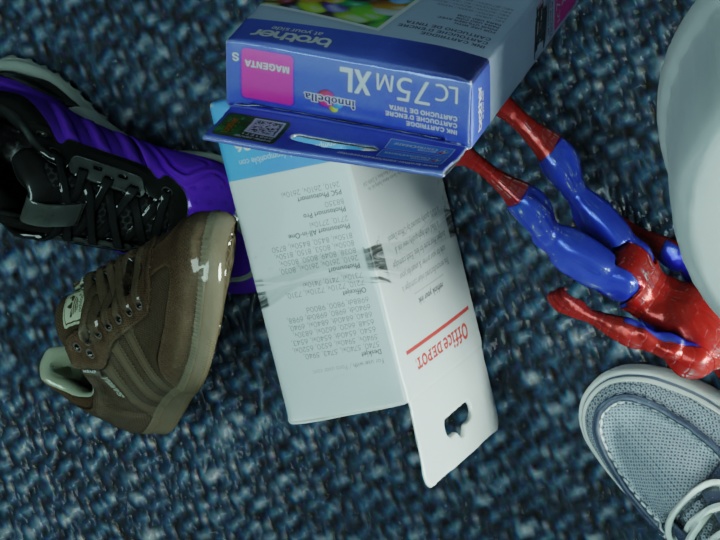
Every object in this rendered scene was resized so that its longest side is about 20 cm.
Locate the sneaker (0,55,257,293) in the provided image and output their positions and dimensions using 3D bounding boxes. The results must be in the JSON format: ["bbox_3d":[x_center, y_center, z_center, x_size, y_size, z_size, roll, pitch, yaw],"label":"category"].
[{"bbox_3d":[-0.132,-0.035,1.500,0.199,0.099,0.070,26,113,14],"label":"sneaker"}]

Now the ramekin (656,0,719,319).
[{"bbox_3d":[0.229,-0.047,1.324,0.199,0.098,0.201,4,124,6],"label":"ramekin"}]

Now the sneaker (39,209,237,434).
[{"bbox_3d":[-0.112,0.028,1.470,0.075,0.071,0.200,12,150,-8],"label":"sneaker"}]

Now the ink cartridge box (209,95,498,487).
[{"bbox_3d":[0.000,0.000,1.450,0.068,0.116,0.201,-11,99,24],"label":"ink cartridge box"}]

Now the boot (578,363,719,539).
[{"bbox_3d":[0.179,0.125,1.426,0.200,0.090,0.073,38,113,8],"label":"boot"}]

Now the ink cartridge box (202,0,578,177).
[{"bbox_3d":[0.017,-0.108,1.370,0.119,0.200,0.042,11,124,17],"label":"ink cartridge box"}]

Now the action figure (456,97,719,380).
[{"bbox_3d":[0.120,-0.005,1.427,0.200,0.066,0.052,40,144,-9],"label":"action figure"}]
